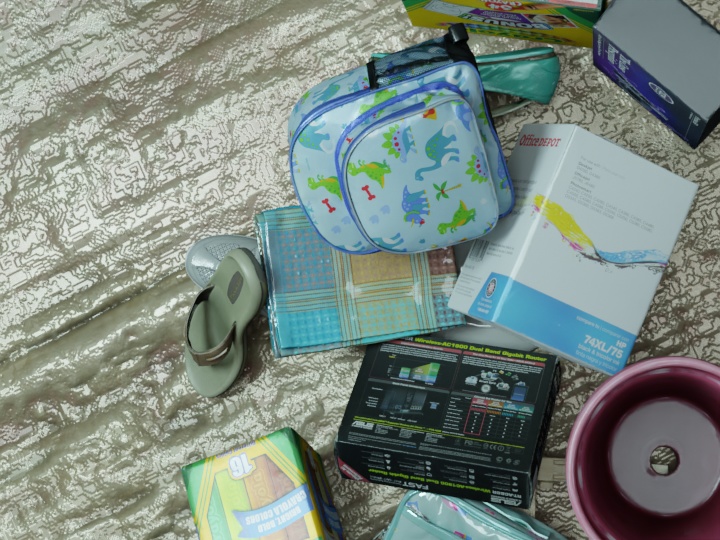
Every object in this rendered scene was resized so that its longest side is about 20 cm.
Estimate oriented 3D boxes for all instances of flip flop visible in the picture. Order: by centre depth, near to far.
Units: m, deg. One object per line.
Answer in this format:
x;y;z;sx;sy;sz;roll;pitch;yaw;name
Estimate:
-0.146;0.056;1.734;0.057;0.201;0.081;-26;67;-36;flip flop

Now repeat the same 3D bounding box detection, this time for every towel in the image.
0.000;0.000;1.716;0.198;0.022;0.148;-8;83;-12;towel

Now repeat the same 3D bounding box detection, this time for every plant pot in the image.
0.291;0.180;1.623;0.197;0.179;0.203;0;89;7;plant pot

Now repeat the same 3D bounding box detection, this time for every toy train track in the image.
0.208;0.201;1.739;0.197;0.033;0.116;3;85;6;toy train track

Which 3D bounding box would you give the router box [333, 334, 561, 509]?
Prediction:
0.087;0.143;1.694;0.198;0.063;0.151;8;48;14;router box

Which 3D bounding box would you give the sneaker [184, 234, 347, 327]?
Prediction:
-0.088;0.012;1.762;0.198;0.082;0.076;19;90;8;sneaker

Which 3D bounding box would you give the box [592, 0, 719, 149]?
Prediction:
0.297;-0.199;1.658;0.141;0.200;0.079;39;92;9;box

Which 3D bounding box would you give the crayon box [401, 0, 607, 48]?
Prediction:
0.142;-0.272;1.697;0.198;0.173;0.059;9;85;9;crayon box

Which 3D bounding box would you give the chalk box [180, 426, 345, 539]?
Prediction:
-0.081;0.279;1.702;0.124;0.124;0.202;-22;66;6;chalk box

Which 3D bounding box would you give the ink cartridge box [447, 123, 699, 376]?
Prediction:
0.203;-0.023;1.669;0.145;0.147;0.202;23;89;-15;ink cartridge box

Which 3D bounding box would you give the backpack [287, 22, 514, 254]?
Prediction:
0.033;-0.106;1.624;0.198;0.147;0.185;-16;117;5;backpack

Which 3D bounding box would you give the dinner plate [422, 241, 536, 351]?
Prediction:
0.129;-0.008;1.764;0.198;0.024;0.203;0;87;7;dinner plate

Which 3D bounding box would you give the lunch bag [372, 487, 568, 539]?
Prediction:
0.108;0.297;1.706;0.198;0.077;0.162;26;110;8;lunch bag

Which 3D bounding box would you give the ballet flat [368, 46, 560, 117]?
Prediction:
0.104;-0.189;1.756;0.198;0.067;0.071;0;101;10;ballet flat
